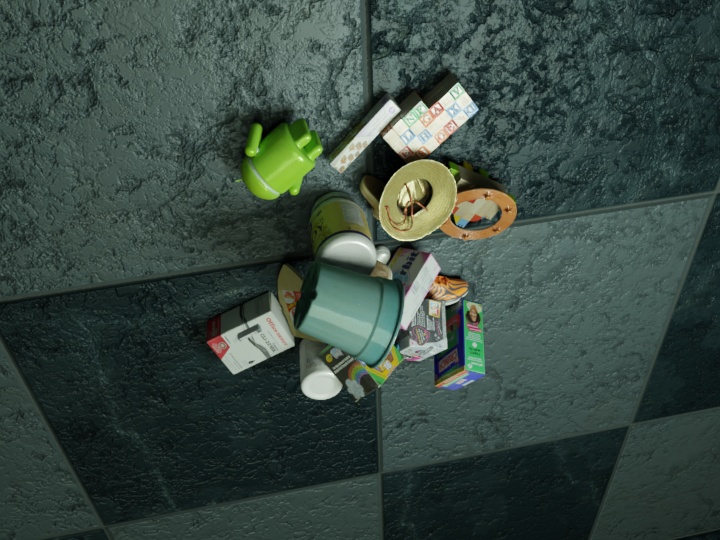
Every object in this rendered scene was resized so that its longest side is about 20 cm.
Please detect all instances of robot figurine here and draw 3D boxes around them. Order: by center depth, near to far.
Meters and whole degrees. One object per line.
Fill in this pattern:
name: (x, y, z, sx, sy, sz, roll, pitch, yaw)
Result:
robot figurine: (-0.177, -0.237, 1.371, 0.198, 0.117, 0.175, -36, 139, 16)

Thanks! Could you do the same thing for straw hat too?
straw hat: (0.120, -0.179, 1.476, 0.195, 0.086, 0.206, -7, 121, -12)

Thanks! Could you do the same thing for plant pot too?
plant pot: (-0.032, 0.084, 1.357, 0.191, 0.203, 0.203, 19, 122, -17)

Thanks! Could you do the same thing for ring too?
ring: (0.281, -0.130, 1.531, 0.194, 0.020, 0.202, 2, 149, 1)

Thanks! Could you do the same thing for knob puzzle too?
knob puzzle: (-0.151, 0.076, 1.602, 0.030, 0.219, 0.224, -24, 136, -31)

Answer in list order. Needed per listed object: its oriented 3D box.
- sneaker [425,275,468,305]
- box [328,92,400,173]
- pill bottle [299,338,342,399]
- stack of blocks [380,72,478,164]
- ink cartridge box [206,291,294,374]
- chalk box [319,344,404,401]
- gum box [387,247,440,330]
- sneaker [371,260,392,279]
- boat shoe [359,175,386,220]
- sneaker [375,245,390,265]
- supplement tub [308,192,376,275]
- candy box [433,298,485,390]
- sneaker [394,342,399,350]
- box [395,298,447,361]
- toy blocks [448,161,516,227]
sneaker: (0.200, 0.031, 1.697, 0.194, 0.079, 0.114, -9, 131, -7)
box: (0.006, -0.306, 1.411, 0.038, 0.042, 0.199, 33, 115, -33)
pill bottle: (-0.109, 0.231, 1.695, 0.111, 0.203, 0.117, -4, 133, -4)
stack of blocks: (0.149, -0.341, 1.404, 0.199, 0.059, 0.115, -39, 126, 18)
ink cartridge box: (-0.290, 0.168, 1.682, 0.196, 0.085, 0.146, -25, 128, 7)
chalk box: (-0.012, 0.199, 1.590, 0.202, 0.123, 0.125, 51, 138, 1)
gum box: (0.109, 0.038, 1.597, 0.202, 0.112, 0.066, -57, 132, -19)
sneaker: (0.000, 0.000, 1.577, 0.194, 0.108, 0.073, 8, 92, 23)
boat shoe: (0.057, -0.147, 1.527, 0.064, 0.073, 0.199, -23, 129, 35)
sneaker: (0.025, 0.043, 1.641, 0.072, 0.117, 0.202, 20, 120, -25)
supplement tub: (-0.046, -0.076, 1.474, 0.141, 0.202, 0.149, -7, 130, -8)
candy box: (0.269, 0.207, 1.739, 0.075, 0.206, 0.169, 11, 153, -20)
sneaker: (0.043, 0.156, 1.688, 0.072, 0.202, 0.083, -18, 150, -35)
box: (0.144, 0.164, 1.699, 0.111, 0.136, 0.200, 5, 162, -15)
toy blocks: (0.263, -0.171, 1.557, 0.195, 0.102, 0.137, 17, 134, -24)
